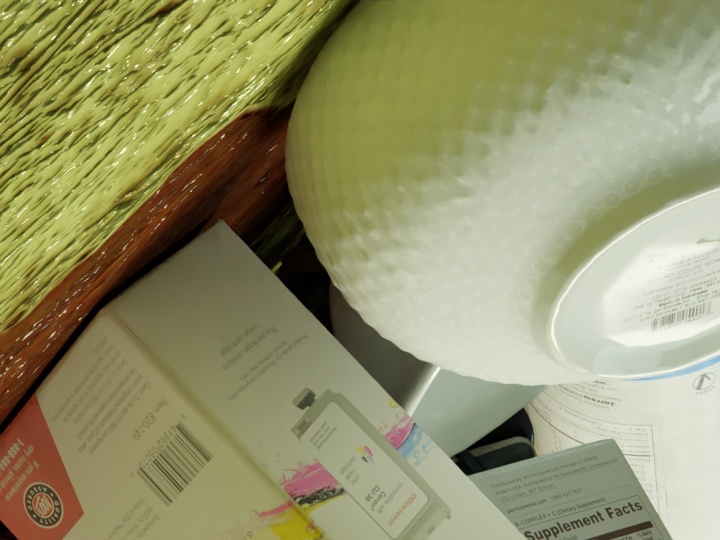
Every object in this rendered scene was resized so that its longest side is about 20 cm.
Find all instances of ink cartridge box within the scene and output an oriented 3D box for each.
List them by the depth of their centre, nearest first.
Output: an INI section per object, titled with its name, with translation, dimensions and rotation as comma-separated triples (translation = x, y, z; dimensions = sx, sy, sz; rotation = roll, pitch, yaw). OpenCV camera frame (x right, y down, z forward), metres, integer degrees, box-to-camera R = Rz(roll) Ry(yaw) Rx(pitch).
[ink cartridge box]
translation = -0.021, 0.098, 0.942
dimensions = 0.067, 0.200, 0.117
rotation = -39, 174, -45

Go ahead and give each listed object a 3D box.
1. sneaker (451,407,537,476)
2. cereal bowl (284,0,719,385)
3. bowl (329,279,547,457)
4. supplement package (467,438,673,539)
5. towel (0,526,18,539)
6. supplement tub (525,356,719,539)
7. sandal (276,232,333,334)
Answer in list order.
[sneaker]
translation = -0.012, 0.064, 1.106
dimensions = 0.146, 0.077, 0.202
rotation = -30, 151, -3
[cereal bowl]
translation = 0.084, -0.029, 0.844
dimensions = 0.199, 0.084, 0.200
rotation = -17, 147, -11
[bowl]
translation = 0.054, -0.029, 1.046
dimensions = 0.201, 0.090, 0.201
rotation = -41, 164, -15
[supplement package]
translation = 0.018, 0.173, 1.110
dimensions = 0.155, 0.111, 0.200
rotation = -11, 152, -41
[towel]
translation = -0.183, 0.152, 1.159
dimensions = 0.145, 0.022, 0.200
rotation = -48, 176, 23
[supplement tub]
translation = 0.135, 0.043, 1.334
dimensions = 0.132, 0.132, 0.200
rotation = -42, 145, -23
[sandal]
translation = 0.000, 0.000, 1.165
dimensions = 0.082, 0.055, 0.200
rotation = 19, 118, -48
